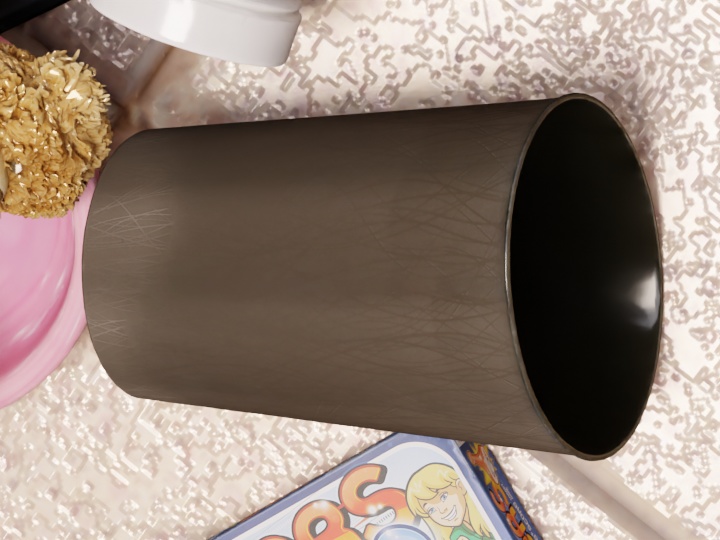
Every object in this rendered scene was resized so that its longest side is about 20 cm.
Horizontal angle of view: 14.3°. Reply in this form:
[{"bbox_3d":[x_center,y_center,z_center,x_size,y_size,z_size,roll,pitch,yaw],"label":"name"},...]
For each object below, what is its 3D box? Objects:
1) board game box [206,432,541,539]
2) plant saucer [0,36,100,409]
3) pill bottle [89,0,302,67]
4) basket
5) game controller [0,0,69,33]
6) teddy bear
[{"bbox_3d":[-0.010,0.161,1.238,0.199,0.034,0.136,-32,90,19],"label":"board game box"},{"bbox_3d":[-0.202,-0.031,1.234,0.199,0.051,0.202,4,116,9],"label":"plant saucer"},{"bbox_3d":[-0.039,-0.188,1.128,0.112,0.112,0.201,21,104,12],"label":"pill bottle"},{"bbox_3d":[0.000,0.000,1.150,0.199,0.180,0.137,2,72,24],"label":"basket"},{"bbox_3d":[-0.162,-0.157,1.231,0.199,0.042,0.105,-23,78,19],"label":"game controller"},{"bbox_3d":[-0.198,-0.079,1.145,0.200,0.067,0.145,43,118,-9],"label":"teddy bear"}]
